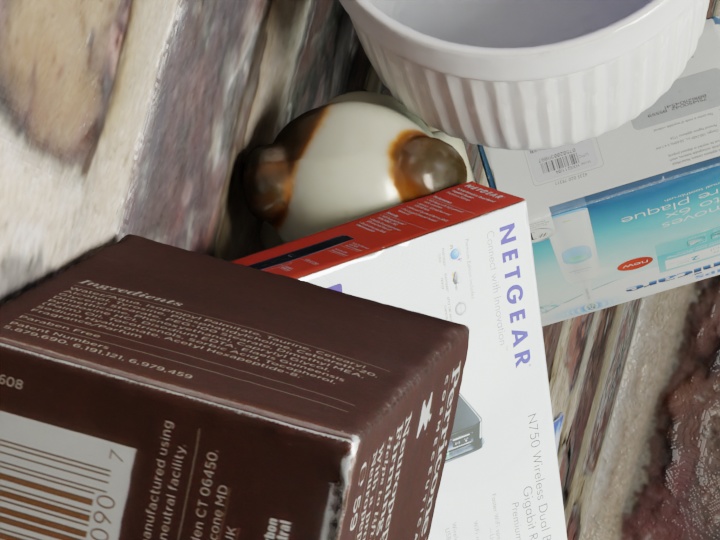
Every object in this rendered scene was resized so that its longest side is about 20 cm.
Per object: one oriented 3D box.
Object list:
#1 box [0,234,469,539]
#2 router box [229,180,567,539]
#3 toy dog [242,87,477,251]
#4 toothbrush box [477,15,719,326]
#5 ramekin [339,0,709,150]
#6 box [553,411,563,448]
[{"bbox_3d":[-0.067,0.098,1.115,0.200,0.163,0.167,-38,141,-71],"label":"box"},{"bbox_3d":[0.006,0.078,1.320,0.179,0.049,0.201,-20,113,-27],"label":"router box"},{"bbox_3d":[0.000,0.000,1.421,0.194,0.139,0.201,-64,153,-47],"label":"toy dog"},{"bbox_3d":[0.146,-0.050,1.537,0.200,0.146,0.086,63,11,-72],"label":"toothbrush box"},{"bbox_3d":[0.083,-0.153,1.366,0.105,0.199,0.201,75,31,-56],"label":"ramekin"},{"bbox_3d":[0.061,0.154,1.512,0.200,0.047,0.123,-40,142,-70],"label":"box"}]
